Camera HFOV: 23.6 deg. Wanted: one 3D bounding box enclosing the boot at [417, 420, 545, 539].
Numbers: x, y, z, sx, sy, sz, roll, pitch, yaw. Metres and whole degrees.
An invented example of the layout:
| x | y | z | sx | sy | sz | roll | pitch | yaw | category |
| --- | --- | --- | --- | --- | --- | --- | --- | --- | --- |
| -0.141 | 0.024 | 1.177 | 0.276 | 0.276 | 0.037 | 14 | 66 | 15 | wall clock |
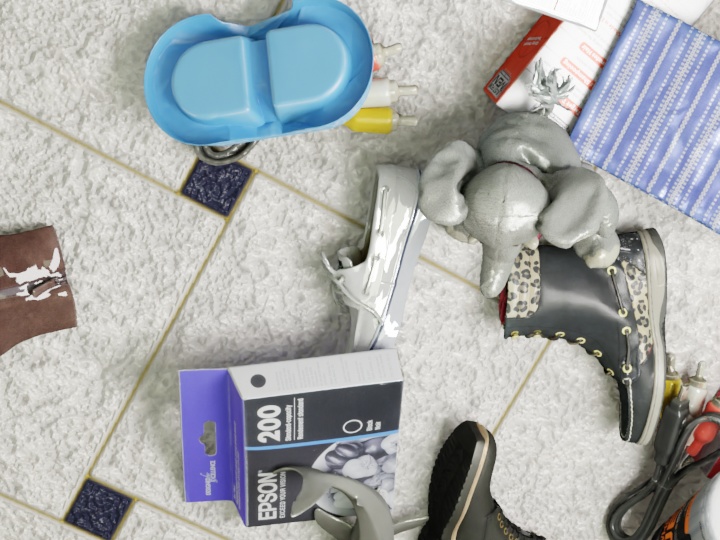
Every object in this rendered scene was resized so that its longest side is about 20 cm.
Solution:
| x | y | z | sx | sy | sz | roll | pitch | yaw | category |
| --- | --- | --- | --- | --- | --- | --- | --- | --- | --- |
| 0.134 | 0.237 | 1.648 | 0.137 | 0.078 | 0.202 | 6 | 121 | -15 | boot |

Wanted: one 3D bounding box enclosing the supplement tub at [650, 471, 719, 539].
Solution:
| x | y | z | sx | sy | sz | roll | pitch | yaw | category |
| --- | --- | --- | --- | --- | --- | --- | --- | --- | --- |
| 0.342 | 0.267 | 1.613 | 0.121 | 0.124 | 0.200 | 6 | 150 | -11 | supplement tub |

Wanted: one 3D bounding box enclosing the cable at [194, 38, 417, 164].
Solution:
| x | y | z | sx | sy | sz | roll | pitch | yaw | category |
| --- | --- | --- | --- | --- | --- | --- | --- | --- | --- |
| -0.052 | -0.150 | 1.484 | 0.198 | 0.050 | 0.098 | -14 | 103 | -3 | cable |

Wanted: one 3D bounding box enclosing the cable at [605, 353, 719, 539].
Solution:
| x | y | z | sx | sy | sz | roll | pitch | yaw | category |
| --- | --- | --- | --- | --- | --- | --- | --- | --- | --- |
| 0.302 | 0.186 | 1.649 | 0.050 | 0.097 | 0.202 | -13 | 124 | -48 | cable |

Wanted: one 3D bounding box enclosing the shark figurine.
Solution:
| x | y | z | sx | sy | sz | roll | pitch | yaw | category |
| --- | --- | --- | --- | --- | --- | --- | --- | --- | --- |
| 0.002 | 0.244 | 1.573 | 0.127 | 0.090 | 0.215 | -14 | 142 | 0 | shark figurine |

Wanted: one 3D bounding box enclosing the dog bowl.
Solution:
| x | y | z | sx | sy | sz | roll | pitch | yaw | category |
| --- | --- | --- | --- | --- | --- | --- | --- | --- | --- |
| -0.081 | -0.162 | 1.449 | 0.198 | 0.050 | 0.113 | -8 | 80 | 12 | dog bowl |

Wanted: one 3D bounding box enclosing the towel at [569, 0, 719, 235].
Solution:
| x | y | z | sx | sy | sz | roll | pitch | yaw | category |
| --- | --- | --- | --- | --- | --- | --- | --- | --- | --- |
| 0.289 | -0.119 | 1.461 | 0.199 | 0.024 | 0.146 | 29 | 104 | 9 | towel |

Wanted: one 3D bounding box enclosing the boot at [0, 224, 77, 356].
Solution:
| x | y | z | sx | sy | sz | roll | pitch | yaw | category |
| --- | --- | --- | --- | --- | --- | --- | --- | --- | --- |
| -0.347 | -0.015 | 1.496 | 0.165 | 0.072 | 0.202 | -20 | 110 | -15 | boot |

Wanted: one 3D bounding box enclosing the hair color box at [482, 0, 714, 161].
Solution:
| x | y | z | sx | sy | sz | roll | pitch | yaw | category |
| --- | --- | --- | --- | --- | --- | --- | --- | --- | --- |
| 0.210 | -0.201 | 1.509 | 0.101 | 0.061 | 0.200 | 36 | 99 | -19 | hair color box |

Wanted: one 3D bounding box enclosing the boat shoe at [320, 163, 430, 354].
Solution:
| x | y | z | sx | sy | sz | roll | pitch | yaw | category |
| --- | --- | --- | --- | --- | --- | --- | --- | --- | --- |
| 0.001 | 0.001 | 1.539 | 0.085 | 0.075 | 0.204 | 14 | 104 | -14 | boat shoe |

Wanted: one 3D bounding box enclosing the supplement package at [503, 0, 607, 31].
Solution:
| x | y | z | sx | sy | sz | roll | pitch | yaw | category |
| --- | --- | --- | --- | --- | --- | --- | --- | --- | --- |
| 0.102 | -0.306 | 1.386 | 0.198 | 0.191 | 0.149 | 16 | 105 | -14 | supplement package |

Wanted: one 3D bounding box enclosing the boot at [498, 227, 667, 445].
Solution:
| x | y | z | sx | sy | sz | roll | pitch | yaw | category |
| --- | --- | --- | --- | --- | --- | --- | --- | --- | --- |
| 0.203 | 0.063 | 1.595 | 0.152 | 0.074 | 0.206 | -2 | 105 | -5 | boot |

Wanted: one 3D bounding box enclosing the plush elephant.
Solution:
| x | y | z | sx | sy | sz | roll | pitch | yaw | category |
| --- | --- | --- | --- | --- | --- | --- | --- | --- | --- |
| 0.129 | -0.054 | 1.444 | 0.163 | 0.155 | 0.202 | 17 | 134 | 17 | plush elephant |

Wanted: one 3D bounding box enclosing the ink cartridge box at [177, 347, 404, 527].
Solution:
| x | y | z | sx | sy | sz | roll | pitch | yaw | category |
| --- | --- | --- | --- | --- | --- | --- | --- | --- | --- |
| -0.063 | 0.157 | 1.557 | 0.197 | 0.044 | 0.199 | -5 | 137 | -7 | ink cartridge box |

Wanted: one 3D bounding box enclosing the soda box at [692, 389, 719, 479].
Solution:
| x | y | z | sx | sy | sz | roll | pitch | yaw | category |
| --- | --- | --- | --- | --- | --- | --- | --- | --- | --- |
| 0.393 | 0.112 | 1.640 | 0.063 | 0.070 | 0.201 | 25 | 103 | -16 | soda box |
